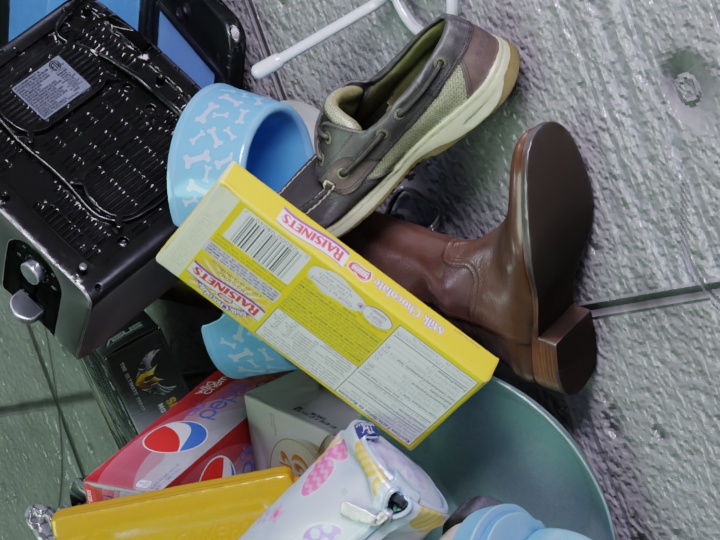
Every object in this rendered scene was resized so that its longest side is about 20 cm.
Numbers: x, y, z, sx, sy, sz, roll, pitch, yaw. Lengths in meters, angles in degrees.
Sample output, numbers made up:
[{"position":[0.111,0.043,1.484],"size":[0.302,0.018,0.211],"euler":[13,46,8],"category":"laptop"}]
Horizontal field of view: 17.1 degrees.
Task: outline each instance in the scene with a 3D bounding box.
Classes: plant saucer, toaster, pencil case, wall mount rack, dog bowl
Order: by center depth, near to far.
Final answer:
[{"position":[-0.027,-0.212,1.462],"size":[0.174,0.074,0.200],"euler":[-34,79,57],"category":"wall mount rack"},{"position":[-0.035,0.187,1.488],"size":[0.083,0.200,0.091],"euler":[39,-168,-26],"category":"pencil case"},{"position":[0.087,0.136,1.517],"size":[0.201,0.039,0.201],"euler":[24,132,30],"category":"plant saucer"},{"position":[-0.063,-0.022,1.527],"size":[0.049,0.111,0.200],"euler":[4,122,29],"category":"dog bowl"},{"position":[-0.183,-0.069,1.583],"size":[0.181,0.200,0.119],"euler":[43,148,9],"category":"toaster"}]

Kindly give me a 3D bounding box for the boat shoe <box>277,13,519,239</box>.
[{"position":[0.005,-0.085,1.431],"size":[0.201,0.072,0.066],"euler":[-37,120,28],"category":"boat shoe"}]

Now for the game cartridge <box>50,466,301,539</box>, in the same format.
[{"position":[-0.095,0.237,1.560],"size":[0.032,0.176,0.201],"euler":[-84,-18,-78],"category":"game cartridge"}]

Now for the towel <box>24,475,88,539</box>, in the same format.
[{"position":[-0.167,0.257,1.882],"size":[0.200,0.085,0.166],"euler":[54,173,18],"category":"towel"}]

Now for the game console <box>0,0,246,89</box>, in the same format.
[{"position":[-0.173,-0.122,1.681],"size":[0.176,0.116,0.200],"euler":[50,145,40],"category":"game console"}]

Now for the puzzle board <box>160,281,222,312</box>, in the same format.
[{"position":[-0.189,-0.023,1.786],"size":[0.151,0.017,0.200],"euler":[41,161,-34],"category":"puzzle board"}]

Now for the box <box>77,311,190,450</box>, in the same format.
[{"position":[-0.159,0.103,1.787],"size":[0.158,0.048,0.200],"euler":[41,156,59],"category":"box"}]

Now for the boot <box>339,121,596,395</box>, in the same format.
[{"position":[0.044,-0.024,1.453],"size":[0.200,0.064,0.187],"euler":[19,127,37],"category":"boot"}]

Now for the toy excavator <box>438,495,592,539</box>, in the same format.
[{"position":[0.142,0.223,1.431],"size":[0.200,0.100,0.195],"euler":[-17,107,42],"category":"toy excavator"}]

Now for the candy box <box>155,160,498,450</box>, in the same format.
[{"position":[-0.021,0.023,1.448],"size":[0.200,0.026,0.102],"euler":[37,143,-6],"category":"candy box"}]

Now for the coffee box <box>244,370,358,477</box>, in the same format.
[{"position":[-0.005,0.176,1.655],"size":[0.114,0.080,0.201],"euler":[22,126,47],"category":"coffee box"}]

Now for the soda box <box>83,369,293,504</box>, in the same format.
[{"position":[-0.108,0.132,1.662],"size":[0.063,0.200,0.070],"euler":[6,116,28],"category":"soda box"}]

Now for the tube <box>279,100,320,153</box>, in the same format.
[{"position":[-0.064,-0.032,1.647],"size":[0.200,0.052,0.058],"euler":[109,146,-46],"category":"tube"}]

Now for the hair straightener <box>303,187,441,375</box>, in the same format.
[{"position":[0.000,0.000,1.580],"size":[0.077,0.041,0.200],"euler":[61,146,9],"category":"hair straightener"}]
